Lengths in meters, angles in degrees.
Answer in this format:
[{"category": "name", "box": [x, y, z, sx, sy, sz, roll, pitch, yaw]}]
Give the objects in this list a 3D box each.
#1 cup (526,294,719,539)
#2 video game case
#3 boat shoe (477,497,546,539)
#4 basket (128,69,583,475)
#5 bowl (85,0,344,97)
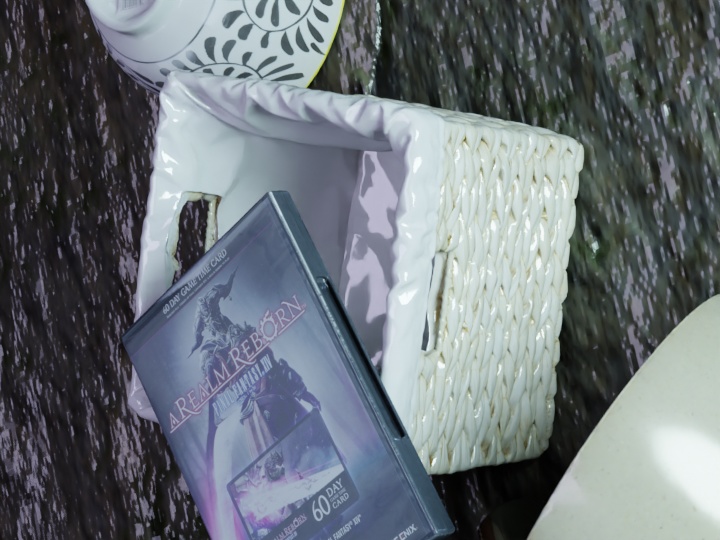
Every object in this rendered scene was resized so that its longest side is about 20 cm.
[{"category": "cup", "box": [0.179, 0.133, 1.094, 0.143, 0.200, 0.201, 33, 114, 17]}, {"category": "video game case", "box": [-0.043, 0.081, 1.185, 0.143, 0.019, 0.201, -42, 66, 36]}, {"category": "boat shoe", "box": [0.119, 0.215, 1.213, 0.074, 0.075, 0.200, -53, 57, 34]}, {"category": "basket", "box": [0.000, 0.000, 1.259, 0.199, 0.160, 0.200, 13, 100, 43]}, {"category": "bowl", "box": [-0.111, -0.188, 1.404, 0.200, 0.094, 0.202, 1, 91, 44]}]
